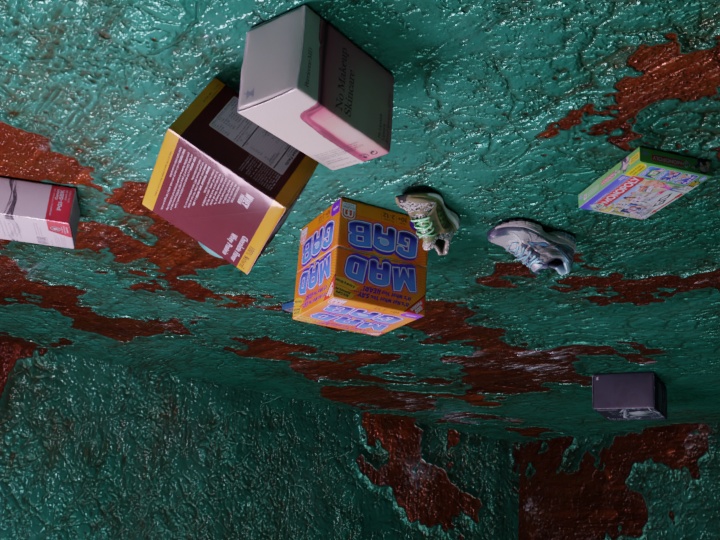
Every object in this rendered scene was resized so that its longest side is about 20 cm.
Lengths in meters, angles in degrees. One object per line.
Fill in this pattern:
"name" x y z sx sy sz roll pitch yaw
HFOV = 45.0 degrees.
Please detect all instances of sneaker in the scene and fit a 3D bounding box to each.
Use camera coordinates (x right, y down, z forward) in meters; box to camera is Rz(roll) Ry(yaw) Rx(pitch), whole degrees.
"sneaker" 0.342 -0.042 1.718 0.199 0.087 0.078 11 159 -19
"sneaker" 0.130 -0.086 1.637 0.077 0.089 0.200 -8 157 33

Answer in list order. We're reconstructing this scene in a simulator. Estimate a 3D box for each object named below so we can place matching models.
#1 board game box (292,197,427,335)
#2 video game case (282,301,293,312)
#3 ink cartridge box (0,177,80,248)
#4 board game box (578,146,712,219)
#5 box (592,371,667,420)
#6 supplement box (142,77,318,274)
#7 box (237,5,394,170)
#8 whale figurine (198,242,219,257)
"board game box" 0.000 0.000 1.745 0.199 0.201 0.200 13 159 -24
"video game case" -0.095 0.098 2.326 0.143 0.018 0.200 21 155 -38
"ink cartridge box" -0.672 -0.117 1.737 0.199 0.083 0.147 8 160 -12
"board game box" 0.480 -0.145 1.483 0.134 0.029 0.200 8 161 -13
"box" 0.888 0.417 2.862 0.199 0.125 0.196 -7 156 30
"supplement box" -0.196 -0.139 1.323 0.200 0.133 0.197 34 142 -4
"box" -0.055 -0.241 1.177 0.109 0.129 0.200 -11 156 36
"whale figurine" -0.241 -0.084 1.702 0.199 0.104 0.159 -14 153 42
